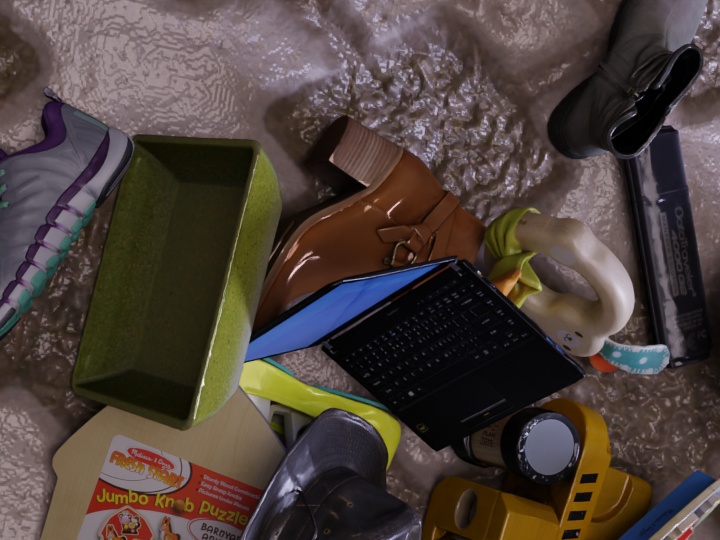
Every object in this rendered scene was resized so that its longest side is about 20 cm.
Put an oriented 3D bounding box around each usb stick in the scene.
[{"bbox_3d":[0.253,-0.021,1.576,0.055,0.033,0.201,-13,96,-26],"label":"usb stick"}]

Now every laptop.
[{"bbox_3d":[0.022,0.072,1.361,0.200,0.177,0.103,43,49,-14],"label":"laptop"}]

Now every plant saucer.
[{"bbox_3d":[-0.124,0.007,1.359,0.048,0.200,0.201,16,86,-32],"label":"plant saucer"}]

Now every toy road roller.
[{"bbox_3d":[0.139,0.198,1.494,0.146,0.123,0.201,21,84,-24],"label":"toy road roller"}]

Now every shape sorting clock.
[{"bbox_3d":[0.215,0.234,1.490,0.200,0.200,0.039,-41,72,-14],"label":"shape sorting clock"}]

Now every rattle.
[{"bbox_3d":[0.152,0.059,1.480,0.200,0.130,0.143,63,34,-39],"label":"rattle"}]

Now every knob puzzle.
[{"bbox_3d":[-0.133,0.170,1.414,0.219,0.030,0.221,0,91,5],"label":"knob puzzle"}]

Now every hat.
[{"bbox_3d":[-0.007,0.201,1.368,0.200,0.081,0.202,-24,119,-54],"label":"hat"}]

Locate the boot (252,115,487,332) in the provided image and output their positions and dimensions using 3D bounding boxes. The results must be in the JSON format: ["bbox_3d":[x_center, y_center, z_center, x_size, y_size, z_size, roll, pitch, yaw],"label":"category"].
[{"bbox_3d":[0.000,0.000,1.466,0.155,0.074,0.200,36,82,-21],"label":"boot"}]

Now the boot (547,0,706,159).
[{"bbox_3d":[0.239,-0.165,1.514,0.068,0.131,0.200,38,79,-17],"label":"boot"}]

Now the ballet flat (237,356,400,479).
[{"bbox_3d":[-0.058,0.109,1.445,0.199,0.067,0.067,23,62,-21],"label":"ballet flat"}]

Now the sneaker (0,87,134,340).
[{"bbox_3d":[-0.250,-0.035,1.383,0.087,0.074,0.200,34,71,-4],"label":"sneaker"}]
